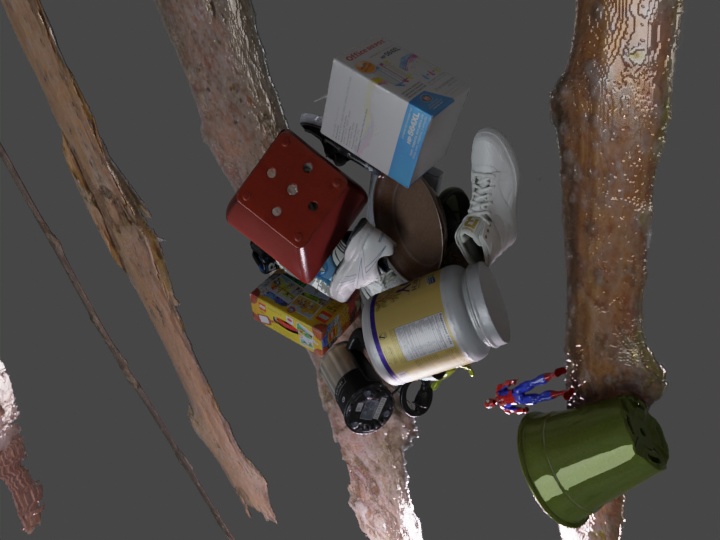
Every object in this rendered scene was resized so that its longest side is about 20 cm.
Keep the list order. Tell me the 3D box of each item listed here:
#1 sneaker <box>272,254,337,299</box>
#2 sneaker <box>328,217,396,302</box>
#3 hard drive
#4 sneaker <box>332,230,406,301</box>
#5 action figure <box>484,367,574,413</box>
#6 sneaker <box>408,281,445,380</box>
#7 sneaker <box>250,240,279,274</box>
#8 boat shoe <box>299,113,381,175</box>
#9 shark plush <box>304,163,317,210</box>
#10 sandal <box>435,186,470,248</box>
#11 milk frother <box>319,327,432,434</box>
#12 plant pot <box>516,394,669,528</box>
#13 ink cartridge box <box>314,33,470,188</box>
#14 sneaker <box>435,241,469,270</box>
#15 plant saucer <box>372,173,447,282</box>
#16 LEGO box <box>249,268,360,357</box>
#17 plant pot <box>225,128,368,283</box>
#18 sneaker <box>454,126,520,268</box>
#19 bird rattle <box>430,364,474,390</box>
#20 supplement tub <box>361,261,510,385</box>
[{"bbox_3d":[-0.097,-0.021,1.203,0.197,0.091,0.078,29,-172,-19],"label":"sneaker"},{"bbox_3d":[0.000,0.000,1.048,0.086,0.075,0.202,28,140,0],"label":"sneaker"},{"bbox_3d":[0.072,-0.112,1.051,0.130,0.027,0.203,29,137,22],"label":"hard drive"},{"bbox_3d":[0.028,0.001,1.118,0.199,0.076,0.116,38,161,8],"label":"sneaker"},{"bbox_3d":[0.303,0.231,1.100,0.199,0.051,0.067,-37,74,53],"label":"action figure"},{"bbox_3d":[0.091,0.104,1.098,0.119,0.082,0.206,-15,77,44],"label":"sneaker"},{"bbox_3d":[-0.154,-0.018,1.269,0.197,0.112,0.074,28,139,22],"label":"sneaker"},{"bbox_3d":[-0.035,-0.215,1.005,0.197,0.071,0.069,27,103,29],"label":"boat shoe"},{"bbox_3d":[-0.075,-0.122,1.178,0.083,0.091,0.202,38,165,40],"label":"shark plush"},{"bbox_3d":[0.146,-0.058,1.003,0.057,0.078,0.205,45,145,43],"label":"sandal"},{"bbox_3d":[0.035,0.249,1.312,0.198,0.182,0.188,34,-172,-31],"label":"milk frother"},{"bbox_3d":[0.400,0.303,0.987,0.201,0.200,0.189,48,129,-3],"label":"plant pot"},{"bbox_3d":[0.039,-0.249,0.885,0.198,0.128,0.127,34,138,15],"label":"ink cartridge box"},{"bbox_3d":[0.156,0.044,1.007,0.065,0.090,0.206,16,101,17],"label":"sneaker"},{"bbox_3d":[0.087,-0.079,0.972,0.200,0.036,0.205,44,143,45],"label":"plant saucer"},{"bbox_3d":[-0.119,0.075,1.284,0.196,0.149,0.079,24,137,25],"label":"LEGO box"},{"bbox_3d":[-0.110,-0.121,0.996,0.198,0.202,0.176,37,175,-1],"label":"plant pot"},{"bbox_3d":[0.188,-0.100,0.884,0.072,0.115,0.204,9,127,39],"label":"sneaker"},{"bbox_3d":[0.166,0.120,1.105,0.163,0.111,0.203,45,141,29],"label":"bird rattle"},{"bbox_3d":[0.114,0.079,0.898,0.196,0.146,0.148,-22,109,24],"label":"supplement tub"}]
